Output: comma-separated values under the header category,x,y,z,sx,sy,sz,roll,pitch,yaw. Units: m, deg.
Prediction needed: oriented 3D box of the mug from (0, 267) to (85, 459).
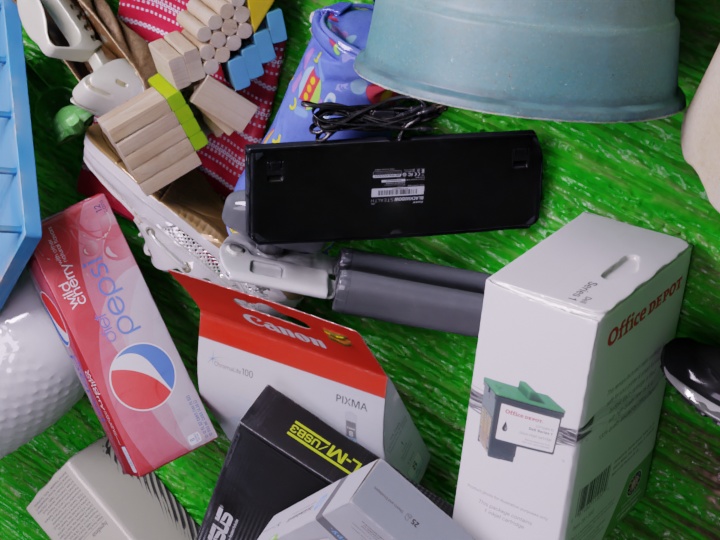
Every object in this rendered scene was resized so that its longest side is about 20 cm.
category,x,y,z,sx,sy,sz,roll,pitch,yaw
mug,-0.300,0.042,1.442,0.175,0.148,0.200,-30,96,24

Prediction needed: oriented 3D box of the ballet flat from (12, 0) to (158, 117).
category,x,y,z,sx,sy,sz,roll,pitch,yaw
ballet flat,-0.194,-0.158,1.312,0.068,0.072,0.200,-38,88,37

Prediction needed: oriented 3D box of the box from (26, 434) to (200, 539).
category,x,y,z,sx,sy,sz,roll,pitch,yaw
box,-0.173,0.235,1.495,0.200,0.068,0.082,50,127,5

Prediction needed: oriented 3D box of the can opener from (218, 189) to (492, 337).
category,x,y,z,sx,sy,sz,roll,pitch,yaw
can opener,0.000,0.000,1.240,0.199,0.053,0.067,14,126,-8

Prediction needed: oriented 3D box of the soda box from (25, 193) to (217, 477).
category,x,y,z,sx,sy,sz,roll,pitch,yaw
soda box,-0.181,0.048,1.353,0.201,0.070,0.063,65,162,-5

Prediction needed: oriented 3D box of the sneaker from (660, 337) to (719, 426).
category,x,y,z,sx,sy,sz,roll,pitch,yaw
sneaker,0.289,0.073,1.144,0.199,0.076,0.088,26,107,17

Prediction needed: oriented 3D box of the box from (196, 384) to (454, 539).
category,x,y,z,sx,sy,sz,roll,pitch,yaw
box,-0.018,0.195,1.339,0.193,0.048,0.200,31,144,5

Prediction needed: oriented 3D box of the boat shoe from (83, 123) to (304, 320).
category,x,y,z,sx,sy,sz,roll,pitch,yaw
boat shoe,-0.130,-0.027,1.329,0.200,0.071,0.069,40,121,8

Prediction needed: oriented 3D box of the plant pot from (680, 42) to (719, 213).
category,x,y,z,sx,sy,sz,roll,pitch,yaw
plant pot,0.274,-0.111,1.005,0.200,0.200,0.184,41,138,11

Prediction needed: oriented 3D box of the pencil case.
category,x,y,z,sx,sy,sz,roll,pitch,yaw
pencil case,-0.028,-0.093,1.257,0.087,0.078,0.200,40,126,19

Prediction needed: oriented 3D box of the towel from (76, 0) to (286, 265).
category,x,y,z,sx,sy,sz,roll,pitch,yaw
towel,-0.136,-0.114,1.353,0.144,0.022,0.201,29,123,18

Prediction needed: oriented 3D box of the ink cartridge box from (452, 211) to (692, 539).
category,x,y,z,sx,sy,sz,roll,pitch,yaw
ink cartridge box,0.136,0.080,1.185,0.084,0.146,0.201,20,118,26

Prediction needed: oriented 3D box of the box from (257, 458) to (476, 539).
category,x,y,z,sx,sy,sz,roll,pitch,yaw
box,0.023,0.209,1.229,0.156,0.041,0.200,42,153,-6

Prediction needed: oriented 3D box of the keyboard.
category,x,y,z,sx,sy,sz,roll,pitch,yaw
keyboard,0.022,-0.072,1.206,0.199,0.040,0.104,-3,124,-10

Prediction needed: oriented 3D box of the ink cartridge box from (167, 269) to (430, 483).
category,x,y,z,sx,sy,sz,roll,pitch,yaw
ink cartridge box,-0.049,0.085,1.299,0.160,0.047,0.200,18,157,26

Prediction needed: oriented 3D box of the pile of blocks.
category,x,y,z,sx,sy,sz,roll,pitch,yaw
pile of blocks,-0.107,-0.147,1.275,0.200,0.082,0.062,-53,32,4

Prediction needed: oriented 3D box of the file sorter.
category,x,y,z,sx,sy,sz,roll,pitch,yaw
file sorter,-0.313,-0.084,1.326,0.139,0.122,0.201,-48,46,53

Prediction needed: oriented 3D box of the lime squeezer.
category,x,y,z,sx,sy,sz,roll,pitch,yaw
lime squeezer,-0.224,-0.126,1.364,0.200,0.038,0.071,45,155,53

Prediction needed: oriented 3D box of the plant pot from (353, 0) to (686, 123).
category,x,y,z,sx,sy,sz,roll,pitch,yaw
plant pot,0.103,-0.204,1.068,0.200,0.200,0.197,14,109,27
